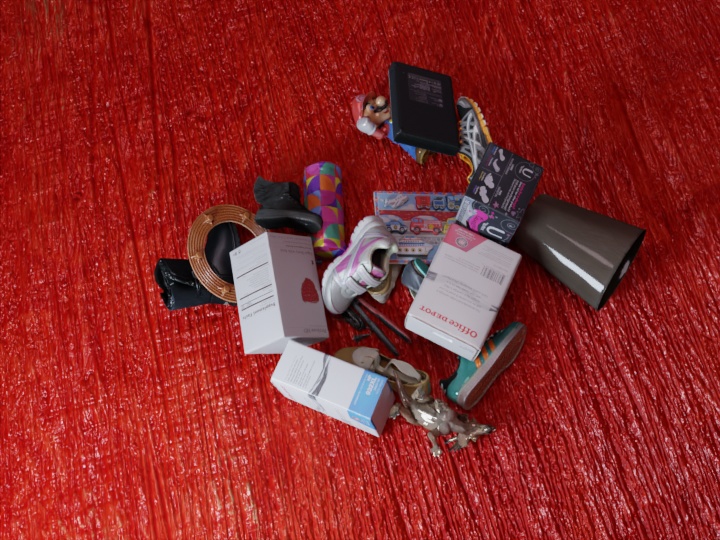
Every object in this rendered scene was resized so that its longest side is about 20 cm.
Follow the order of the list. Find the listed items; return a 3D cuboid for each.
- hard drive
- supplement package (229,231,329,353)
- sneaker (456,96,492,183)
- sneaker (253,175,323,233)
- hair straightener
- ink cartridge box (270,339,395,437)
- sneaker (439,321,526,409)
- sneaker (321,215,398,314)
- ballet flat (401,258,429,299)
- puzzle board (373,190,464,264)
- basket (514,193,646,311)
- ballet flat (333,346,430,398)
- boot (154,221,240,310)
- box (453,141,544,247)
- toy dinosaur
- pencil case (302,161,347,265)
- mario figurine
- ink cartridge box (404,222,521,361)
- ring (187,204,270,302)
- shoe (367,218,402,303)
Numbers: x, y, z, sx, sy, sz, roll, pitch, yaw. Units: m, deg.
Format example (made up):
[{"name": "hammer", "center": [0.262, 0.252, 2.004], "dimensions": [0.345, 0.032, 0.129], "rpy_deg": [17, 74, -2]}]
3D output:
[{"name": "hard drive", "center": [0.129, -0.331, 1.739], "dimensions": [0.137, 0.033, 0.202], "rpy_deg": [11, 53, -18]}, {"name": "supplement package", "center": [-0.154, 0.045, 1.614], "dimensions": [0.119, 0.120, 0.203], "rpy_deg": [-23, 71, 40]}, {"name": "sneaker", "center": [0.227, -0.263, 1.731], "dimensions": [0.076, 0.078, 0.202], "rpy_deg": [-21, 67, 9]}, {"name": "sneaker", "center": [-0.143, -0.135, 1.693], "dimensions": [0.198, 0.060, 0.105], "rpy_deg": [5, 62, 37]}, {"name": "hair straightener", "center": [0.005, 0.099, 1.646], "dimensions": [0.200, 0.041, 0.077], "rpy_deg": [41, 80, 20]}, {"name": "ink cartridge box", "center": [-0.047, 0.215, 1.554], "dimensions": [0.197, 0.145, 0.085], "rpy_deg": [20, 73, 16]}, {"name": "sneaker", "center": [0.224, 0.159, 1.572], "dimensions": [0.079, 0.072, 0.200], "rpy_deg": [31, 66, 34]}, {"name": "sneaker", "center": [0.000, 0.000, 1.599], "dimensions": [0.088, 0.081, 0.202], "rpy_deg": [40, 105, 43]}, {"name": "ballet flat", "center": [0.154, 0.064, 1.623], "dimensions": [0.200, 0.073, 0.073], "rpy_deg": [43, 80, 5]}, {"name": "puzzle board", "center": [0.127, -0.085, 1.674], "dimensions": [0.197, 0.017, 0.153], "rpy_deg": [0, 68, -13]}, {"name": "basket", "center": [0.399, -0.048, 1.593], "dimensions": [0.199, 0.137, 0.181], "rpy_deg": [30, 70, 22]}, {"name": "ballet flat", "center": [0.043, 0.178, 1.595], "dimensions": [0.198, 0.064, 0.069], "rpy_deg": [21, 46, 13]}, {"name": "boot", "center": [-0.321, -0.020, 1.682], "dimensions": [0.166, 0.076, 0.203], "rpy_deg": [1, 69, -34]}, {"name": "box", "center": [0.246, -0.115, 1.587], "dimensions": [0.113, 0.201, 0.133], "rpy_deg": [25, 67, 7]}, {"name": "toy dinosaur", "center": [0.131, 0.261, 1.526], "dimensions": [0.199, 0.135, 0.087], "rpy_deg": [33, 95, 25]}, {"name": "pencil case", "center": [-0.071, -0.116, 1.720], "dimensions": [0.087, 0.089, 0.203], "rpy_deg": [-7, 71, 6]}, {"name": "mario figurine", "center": [0.069, -0.308, 1.749], "dimensions": [0.199, 0.123, 0.107], "rpy_deg": [33, 103, 13]}, {"name": "ink cartridge box", "center": [0.183, 0.039, 1.543], "dimensions": [0.145, 0.083, 0.202], "rpy_deg": [26, 70, 7]}, {"name": "ring", "center": [-0.245, -0.036, 1.680], "dimensions": [0.198, 0.019, 0.204], "rpy_deg": [13, 66, -31]}, {"name": "shoe", "center": [0.051, -0.030, 1.685], "dimensions": [0.069, 0.053, 0.203], "rpy_deg": [-2, 60, 26]}]
